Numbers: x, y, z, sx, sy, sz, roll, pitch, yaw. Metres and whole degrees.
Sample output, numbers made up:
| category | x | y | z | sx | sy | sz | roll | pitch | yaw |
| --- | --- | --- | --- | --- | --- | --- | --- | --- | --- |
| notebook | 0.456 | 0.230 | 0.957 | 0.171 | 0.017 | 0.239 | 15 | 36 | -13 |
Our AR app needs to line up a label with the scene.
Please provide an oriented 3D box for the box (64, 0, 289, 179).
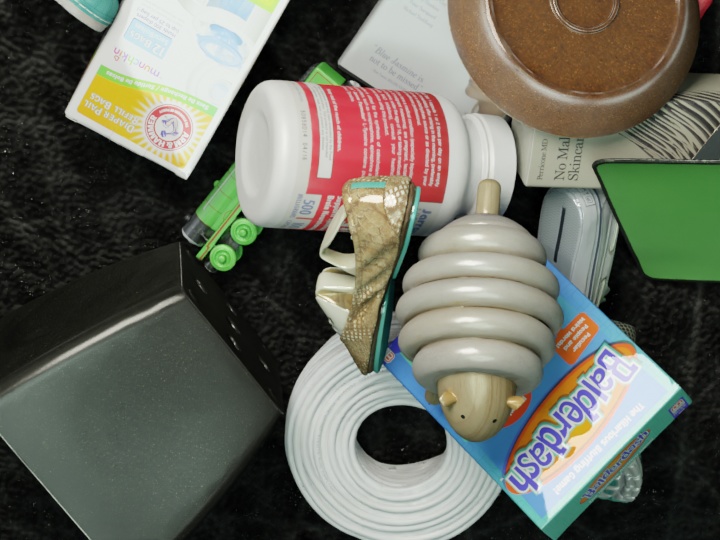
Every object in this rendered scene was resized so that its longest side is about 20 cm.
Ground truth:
| category | x | y | z | sx | sy | sz | roll | pitch | yaw |
| --- | --- | --- | --- | --- | --- | --- | --- | --- | --- |
| box | -0.131 | -0.189 | 1.658 | 0.112 | 0.101 | 0.200 | 29 | 108 | -10 |

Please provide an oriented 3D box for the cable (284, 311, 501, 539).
| category | x | y | z | sx | sy | sz | roll | pitch | yaw |
| --- | --- | --- | --- | --- | --- | --- | --- | --- | --- |
| cable | 0.037 | 0.134 | 1.798 | 0.200 | 0.069 | 0.200 | 37 | 107 | -13 |

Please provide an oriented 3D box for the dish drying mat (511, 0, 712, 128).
| category | x | y | z | sx | sy | sz | roll | pitch | yaw |
| --- | --- | --- | --- | --- | --- | --- | --- | --- | --- |
| dish drying mat | 0.194 | -0.156 | 1.715 | 0.077 | 0.018 | 0.200 | 31 | 109 | -12 |

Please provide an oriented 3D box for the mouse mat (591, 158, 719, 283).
| category | x | y | z | sx | sy | sz | roll | pitch | yaw |
| --- | --- | --- | --- | --- | --- | --- | --- | --- | --- |
| mouse mat | 0.277 | -0.036 | 1.677 | 0.160 | 0.008 | 0.200 | 2 | 154 | 22 |

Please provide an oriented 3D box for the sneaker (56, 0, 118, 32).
| category | x | y | z | sx | sy | sz | roll | pitch | yaw |
| --- | --- | --- | --- | --- | --- | --- | --- | --- | --- |
| sneaker | -0.225 | -0.275 | 1.608 | 0.080 | 0.071 | 0.200 | -35 | 76 | 13 |

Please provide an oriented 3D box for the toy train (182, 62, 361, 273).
| category | x | y | z | sx | sy | sz | roll | pitch | yaw |
| --- | --- | --- | --- | --- | --- | --- | --- | --- | --- |
| toy train | -0.073 | -0.083 | 1.733 | 0.056 | 0.042 | 0.200 | 39 | 106 | -3 |

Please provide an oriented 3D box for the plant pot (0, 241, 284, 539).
| category | x | y | z | sx | sy | sz | roll | pitch | yaw |
| --- | --- | --- | --- | --- | --- | --- | --- | --- | --- |
| plant pot | -0.171 | 0.094 | 1.725 | 0.177 | 0.200 | 0.200 | -36 | 106 | 5 |

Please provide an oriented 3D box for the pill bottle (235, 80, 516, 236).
| category | x | y | z | sx | sy | sz | roll | pitch | yaw |
| --- | --- | --- | --- | --- | --- | --- | --- | --- | --- |
| pill bottle | 0.012 | -0.084 | 1.657 | 0.199 | 0.112 | 0.113 | 3 | 112 | -21 |

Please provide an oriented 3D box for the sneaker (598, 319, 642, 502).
| category | x | y | z | sx | sy | sz | roll | pitch | yaw |
| --- | --- | --- | --- | --- | --- | --- | --- | --- | --- |
| sneaker | 0.207 | 0.116 | 1.774 | 0.077 | 0.091 | 0.200 | 16 | 146 | 16 |

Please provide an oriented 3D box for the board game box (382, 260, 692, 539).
| category | x | y | z | sx | sy | sz | roll | pitch | yaw |
| --- | --- | --- | --- | --- | --- | --- | --- | --- | --- |
| board game box | 0.132 | 0.084 | 1.669 | 0.152 | 0.045 | 0.200 | -46 | 63 | 1 |

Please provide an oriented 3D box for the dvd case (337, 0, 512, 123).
| category | x | y | z | sx | sy | sz | roll | pitch | yaw |
| --- | --- | --- | --- | --- | --- | --- | --- | --- | --- |
| dvd case | 0.094 | -0.204 | 1.696 | 0.142 | 0.018 | 0.200 | 32 | 107 | -10 |

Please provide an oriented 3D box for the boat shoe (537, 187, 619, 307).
| category | x | y | z | sx | sy | sz | roll | pitch | yaw |
| --- | --- | --- | --- | --- | --- | --- | --- | --- | --- |
| boat shoe | 0.175 | 0.015 | 1.751 | 0.067 | 0.074 | 0.201 | -15 | 134 | -35 |

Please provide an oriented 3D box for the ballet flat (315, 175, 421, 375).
| category | x | y | z | sx | sy | sz | roll | pitch | yaw |
| --- | --- | --- | --- | --- | --- | --- | --- | --- | --- |
| ballet flat | 0.000 | 0.000 | 1.624 | 0.065 | 0.071 | 0.201 | 12 | 134 | 1 |

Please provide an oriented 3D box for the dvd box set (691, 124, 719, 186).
| category | x | y | z | sx | sy | sz | roll | pitch | yaw |
| --- | --- | --- | --- | --- | --- | --- | --- | --- | --- |
| dvd box set | 0.365 | -0.090 | 1.679 | 0.200 | 0.029 | 0.146 | 34 | 99 | -38 |

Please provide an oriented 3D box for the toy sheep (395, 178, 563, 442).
| category | x | y | z | sx | sy | sz | roll | pitch | yaw |
| --- | --- | --- | --- | --- | --- | --- | --- | --- | --- |
| toy sheep | 0.088 | 0.029 | 1.600 | 0.137 | 0.138 | 0.201 | -1 | 71 | 1 |

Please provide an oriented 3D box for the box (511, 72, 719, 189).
| category | x | y | z | sx | sy | sz | roll | pitch | yaw |
| --- | --- | --- | --- | --- | --- | --- | --- | --- | --- |
| box | 0.221 | -0.110 | 1.687 | 0.199 | 0.068 | 0.083 | 0 | 116 | -10 |

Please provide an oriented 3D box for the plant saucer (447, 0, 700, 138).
| category | x | y | z | sx | sy | sz | roll | pitch | yaw |
| --- | --- | --- | --- | --- | --- | --- | --- | --- | --- |
| plant saucer | 0.165 | -0.201 | 1.627 | 0.199 | 0.034 | 0.201 | 2 | 80 | -9 |
